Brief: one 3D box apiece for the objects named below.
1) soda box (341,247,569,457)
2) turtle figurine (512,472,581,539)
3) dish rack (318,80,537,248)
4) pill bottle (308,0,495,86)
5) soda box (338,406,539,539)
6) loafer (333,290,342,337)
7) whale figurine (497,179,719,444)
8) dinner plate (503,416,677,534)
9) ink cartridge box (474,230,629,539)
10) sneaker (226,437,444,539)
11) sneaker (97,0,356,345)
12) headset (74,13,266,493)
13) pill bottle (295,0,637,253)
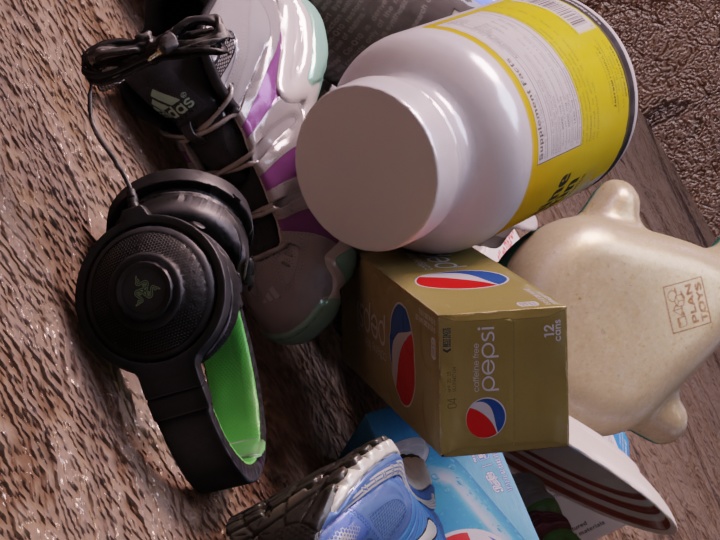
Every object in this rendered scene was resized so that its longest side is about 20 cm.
[{"bbox_3d":[0.042,0.031,1.137,0.200,0.063,0.068,-143,-130,-72],"label":"soda box"},{"bbox_3d":[0.100,0.204,1.300,0.143,0.201,0.194,32,4,-22],"label":"turtle figurine"},{"bbox_3d":[-0.003,-0.077,1.347,0.199,0.044,0.172,17,27,-49],"label":"dish rack"},{"bbox_3d":[-0.017,-0.170,1.300,0.199,0.114,0.114,29,27,-23],"label":"pill bottle"},{"bbox_3d":[0.058,0.164,1.176,0.201,0.064,0.068,67,-21,18],"label":"soda box"},{"bbox_3d":[0.000,0.000,1.375,0.200,0.062,0.073,-59,151,-70],"label":"loafer"},{"bbox_3d":[0.160,0.026,1.402,0.104,0.199,0.160,-11,-85,64],"label":"whale figurine"},{"bbox_3d":[0.095,0.093,1.332,0.199,0.024,0.200,28,-9,5],"label":"dinner plate"},{"bbox_3d":[0.096,0.071,1.515,0.201,0.084,0.146,60,14,-11],"label":"ink cartridge box"},{"bbox_3d":[0.006,0.130,1.027,0.090,0.078,0.200,63,12,13],"label":"sneaker"},{"bbox_3d":[-0.076,-0.066,1.168,0.139,0.077,0.202,19,53,-48],"label":"sneaker"},{"bbox_3d":[-0.069,-0.005,0.995,0.124,0.093,0.201,-80,153,-70],"label":"headset"},{"bbox_3d":[0.053,-0.072,1.178,0.200,0.112,0.113,-26,88,-55],"label":"pill bottle"}]
